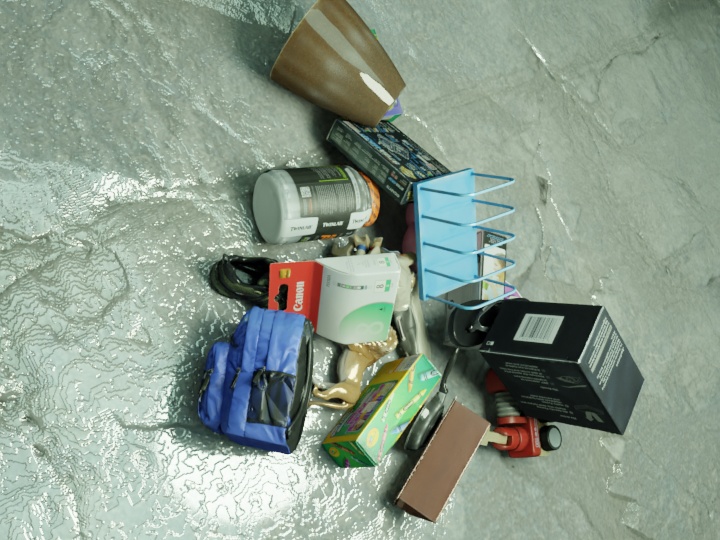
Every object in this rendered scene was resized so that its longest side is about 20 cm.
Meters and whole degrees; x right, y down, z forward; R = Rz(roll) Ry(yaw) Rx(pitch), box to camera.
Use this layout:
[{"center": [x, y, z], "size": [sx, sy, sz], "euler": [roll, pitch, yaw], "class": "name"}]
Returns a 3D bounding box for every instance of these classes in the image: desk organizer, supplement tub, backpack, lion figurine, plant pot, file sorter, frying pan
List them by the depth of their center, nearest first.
[{"center": [-0.151, 0.157, 1.177], "size": [0.164, 0.163, 0.204], "euler": [13, 72, -4], "class": "backpack"}, {"center": [0.181, -0.052, 1.306], "size": [0.137, 0.122, 0.204], "euler": [-18, 113, -35], "class": "file sorter"}, {"center": [-0.017, 0.165, 1.318], "size": [0.121, 0.072, 0.203], "euler": [31, 69, -19], "class": "lion figurine"}, {"center": [-0.072, -0.114, 1.323], "size": [0.197, 0.122, 0.125], "euler": [-8, 81, -32], "class": "supplement tub"}, {"center": [0.140, 0.330, 1.336], "size": [0.076, 0.072, 0.201], "euler": [31, 67, 11], "class": "desk organizer"}, {"center": [-0.024, -0.348, 1.356], "size": [0.199, 0.187, 0.188], "euler": [37, 60, -5], "class": "plant pot"}, {"center": [0.133, 0.233, 1.357], "size": [0.031, 0.115, 0.191], "euler": [30, 76, 19], "class": "frying pan"}]

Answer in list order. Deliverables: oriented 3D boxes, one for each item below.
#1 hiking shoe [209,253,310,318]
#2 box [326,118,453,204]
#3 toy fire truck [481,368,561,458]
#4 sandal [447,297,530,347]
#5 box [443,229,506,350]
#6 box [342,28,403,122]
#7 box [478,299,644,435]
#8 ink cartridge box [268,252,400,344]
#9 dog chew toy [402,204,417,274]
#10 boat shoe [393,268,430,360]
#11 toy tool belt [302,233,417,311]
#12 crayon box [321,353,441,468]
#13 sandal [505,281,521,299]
[{"center": [-0.139, 0.028, 1.246], "size": [0.197, 0.101, 0.077], "euler": [17, 70, -18], "class": "hiking shoe"}, {"center": [0.059, -0.198, 1.388], "size": [0.200, 0.046, 0.158], "euler": [43, 31, 25], "class": "box"}, {"center": [0.257, 0.256, 1.445], "size": [0.197, 0.128, 0.180], "euler": [8, 72, -40], "class": "toy fire truck"}, {"center": [0.234, 0.081, 1.373], "size": [0.197, 0.043, 0.078], "euler": [-13, 84, -31], "class": "sandal"}, {"center": [0.215, 0.038, 1.467], "size": [0.059, 0.116, 0.204], "euler": [15, 71, -25], "class": "box"}, {"center": [-0.003, -0.377, 1.483], "size": [0.116, 0.048, 0.204], "euler": [-17, 85, -34], "class": "box"}, {"center": [0.338, 0.159, 1.309], "size": [0.201, 0.195, 0.118], "euler": [52, 59, -32], "class": "box"}, {"center": [-0.044, 0.051, 1.225], "size": [0.196, 0.163, 0.051], "euler": [-6, 46, -15], "class": "ink cartridge box"}, {"center": [0.136, -0.091, 1.454], "size": [0.123, 0.124, 0.204], "euler": [12, 62, -28], "class": "dog chew toy"}, {"center": [0.085, 0.099, 1.412], "size": [0.067, 0.056, 0.204], "euler": [2, 77, -68], "class": "boat shoe"}, {"center": [0.000, 0.000, 1.341], "size": [0.124, 0.196, 0.127], "euler": [-67, 158, -49], "class": "toy tool belt"}, {"center": [0.036, 0.233, 1.299], "size": [0.058, 0.118, 0.200], "euler": [48, 58, -11], "class": "crayon box"}, {"center": [0.322, 0.089, 1.557], "size": [0.203, 0.050, 0.083], "euler": [47, 58, -12], "class": "sandal"}]
